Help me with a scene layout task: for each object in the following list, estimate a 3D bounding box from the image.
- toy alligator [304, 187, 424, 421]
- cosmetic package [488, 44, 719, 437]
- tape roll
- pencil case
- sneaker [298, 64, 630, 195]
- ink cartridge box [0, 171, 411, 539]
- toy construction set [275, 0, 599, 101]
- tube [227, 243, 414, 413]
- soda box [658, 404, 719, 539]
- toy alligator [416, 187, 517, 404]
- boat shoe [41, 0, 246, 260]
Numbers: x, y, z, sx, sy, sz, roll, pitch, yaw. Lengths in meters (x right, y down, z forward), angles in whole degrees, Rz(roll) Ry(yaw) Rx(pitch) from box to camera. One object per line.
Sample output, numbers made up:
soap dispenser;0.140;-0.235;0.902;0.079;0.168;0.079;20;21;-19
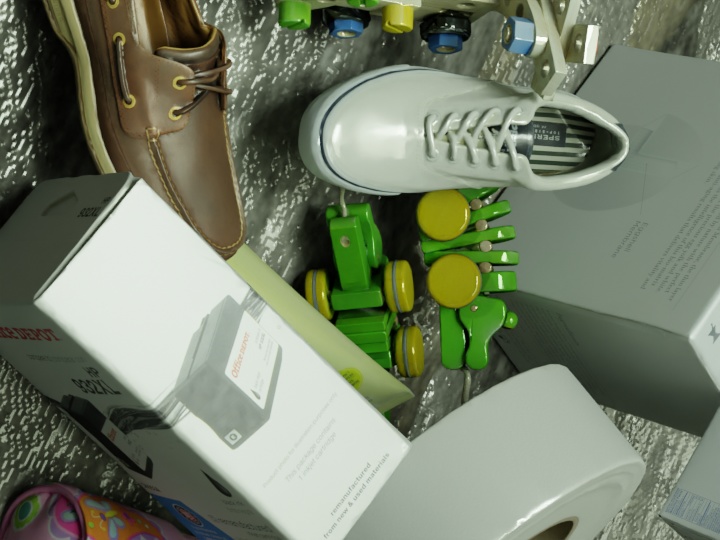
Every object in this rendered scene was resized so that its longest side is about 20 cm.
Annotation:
toy alligator;0.000;0.000;1.231;0.054;0.059;0.201;-69;151;-65
cosmetic package;0.201;-0.018;1.302;0.200;0.200;0.123;-52;128;-18
tape roll;0.057;0.142;1.148;0.202;0.071;0.203;-35;161;-14
pencil case;-0.108;0.182;1.158;0.200;0.087;0.088;29;81;-42
sneaker;0.062;-0.079;1.178;0.199;0.071;0.073;-6;98;-32
ink cartridge box;-0.094;0.051;1.063;0.200;0.145;0.084;46;70;-20
toy construction set;0.034;-0.159;1.153;0.199;0.131;0.093;21;73;-17
tube;-0.055;0.031;1.180;0.200;0.058;0.052;47;66;-36
soda box;0.252;0.076;1.195;0.068;0.064;0.201;42;75;-42
toy alligator;0.069;0.013;1.246;0.059;0.054;0.201;28;52;-83
boat shoe;-0.101;-0.096;1.069;0.072;0.067;0.201;-31;104;-53
